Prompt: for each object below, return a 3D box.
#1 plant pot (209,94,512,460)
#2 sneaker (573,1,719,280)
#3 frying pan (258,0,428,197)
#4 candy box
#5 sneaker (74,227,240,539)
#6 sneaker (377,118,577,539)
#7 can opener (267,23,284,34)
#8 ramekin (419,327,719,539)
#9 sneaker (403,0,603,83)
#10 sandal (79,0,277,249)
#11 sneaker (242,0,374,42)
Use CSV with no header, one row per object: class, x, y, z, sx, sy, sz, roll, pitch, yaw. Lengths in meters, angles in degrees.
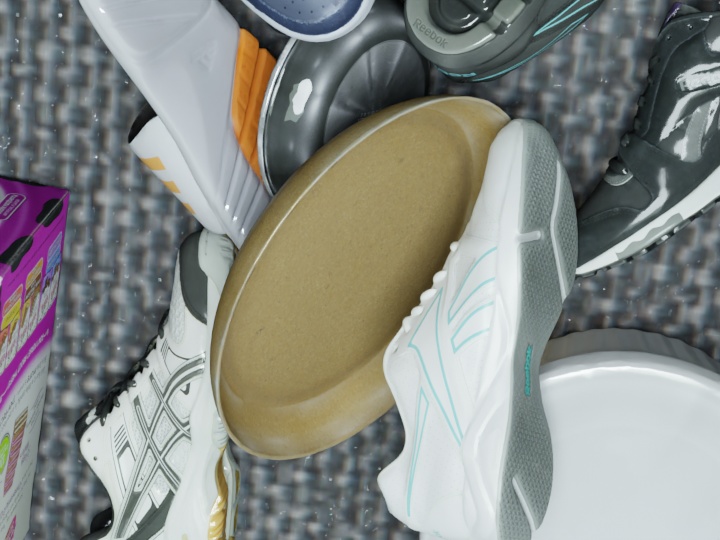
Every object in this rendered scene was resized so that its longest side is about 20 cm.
plant pot,0.000,0.000,0.908,0.027,0.200,0.201,37,112,29
sneaker,0.159,-0.079,0.923,0.200,0.076,0.088,-38,89,11
frying pan,-0.019,-0.043,0.908,0.031,0.115,0.191,25,92,32
candy box,-0.198,0.067,0.954,0.061,0.136,0.201,10,109,2
sneaker,-0.104,0.072,0.982,0.087,0.076,0.201,9,107,5
sneaker,0.050,0.026,0.887,0.080,0.070,0.202,3,78,31
can opener,-0.061,-0.203,0.898,0.063,0.079,0.201,-16,109,50
ramekin,0.130,0.123,0.973,0.201,0.094,0.204,1,109,4
sneaker,0.098,-0.167,0.891,0.200,0.079,0.075,-45,68,-1
sandal,-0.086,-0.091,0.918,0.059,0.079,0.207,5,139,42
sneaker,-0.061,-0.175,0.728,0.070,0.109,0.201,-27,96,10
